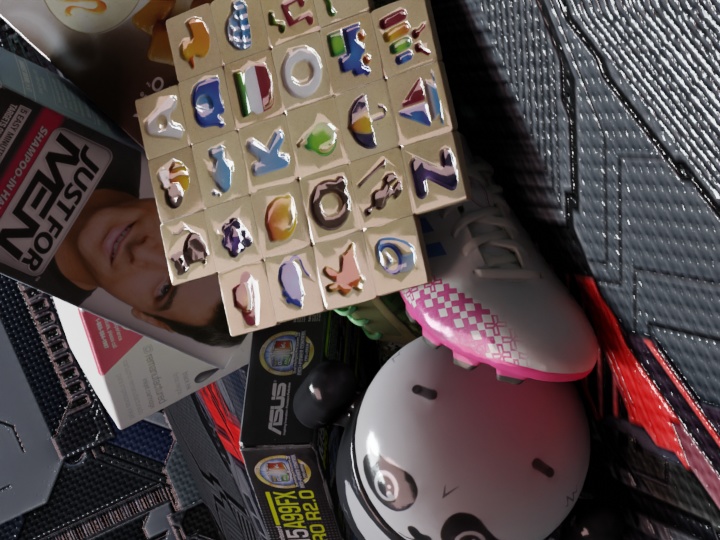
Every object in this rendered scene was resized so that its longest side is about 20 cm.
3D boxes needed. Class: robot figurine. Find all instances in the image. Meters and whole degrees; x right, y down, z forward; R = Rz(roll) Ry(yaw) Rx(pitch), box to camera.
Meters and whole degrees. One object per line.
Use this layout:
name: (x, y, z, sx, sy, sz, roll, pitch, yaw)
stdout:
robot figurine: (0.050, 0.100, 1.162, 0.200, 0.150, 0.125, 113, 144, -75)

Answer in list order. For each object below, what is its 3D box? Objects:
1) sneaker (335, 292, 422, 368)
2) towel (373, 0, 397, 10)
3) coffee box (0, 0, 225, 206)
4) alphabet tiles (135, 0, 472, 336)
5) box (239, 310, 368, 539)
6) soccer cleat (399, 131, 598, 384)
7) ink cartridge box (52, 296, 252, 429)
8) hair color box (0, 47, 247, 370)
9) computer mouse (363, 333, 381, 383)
sneaker: (0.000, 0.000, 1.244, 0.077, 0.088, 0.201, -124, 22, -49)
towel: (-0.031, -0.221, 1.110, 0.148, 0.036, 0.201, 48, 158, 56)
coffee box: (-0.097, -0.133, 1.213, 0.200, 0.115, 0.080, 43, -165, 26)
alphabet tiles: (-0.033, -0.061, 1.101, 0.200, 0.006, 0.167, -16, 85, 39)
box: (-0.027, 0.070, 1.325, 0.160, 0.044, 0.201, 76, -166, -49)
soccer cleat: (0.048, -0.016, 1.088, 0.200, 0.070, 0.087, 38, 124, 48)
ink cartridge box: (-0.096, -0.007, 1.434, 0.083, 0.200, 0.147, 54, 164, 33)
hair color box: (-0.138, -0.033, 1.231, 0.200, 0.099, 0.061, 25, -161, -27)
computer mouse: (0.046, 0.098, 1.365, 0.201, 0.053, 0.138, 69, 169, -15)
